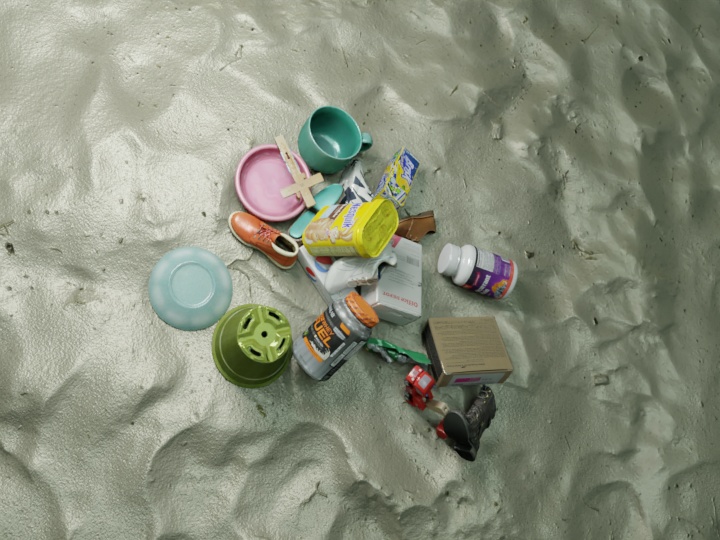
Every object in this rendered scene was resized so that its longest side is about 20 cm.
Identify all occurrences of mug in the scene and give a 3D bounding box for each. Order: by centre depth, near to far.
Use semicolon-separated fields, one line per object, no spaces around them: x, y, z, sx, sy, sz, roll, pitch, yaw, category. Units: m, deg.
-0.074;-0.321;1.707;0.183;0.114;0.154;32;59;-15;mug

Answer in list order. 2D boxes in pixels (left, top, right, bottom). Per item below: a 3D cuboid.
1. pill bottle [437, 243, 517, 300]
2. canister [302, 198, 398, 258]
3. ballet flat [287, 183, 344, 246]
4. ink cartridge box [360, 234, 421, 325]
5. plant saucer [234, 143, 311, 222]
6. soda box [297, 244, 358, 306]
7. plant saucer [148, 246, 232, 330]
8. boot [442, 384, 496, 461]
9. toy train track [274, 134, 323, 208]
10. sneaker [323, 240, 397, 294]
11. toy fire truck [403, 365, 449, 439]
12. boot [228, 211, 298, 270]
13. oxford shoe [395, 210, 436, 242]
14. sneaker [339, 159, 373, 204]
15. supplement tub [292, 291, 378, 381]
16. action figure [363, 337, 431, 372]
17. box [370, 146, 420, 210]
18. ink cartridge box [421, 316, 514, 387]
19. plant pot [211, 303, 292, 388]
0.312;-0.002;1.766;0.196;0.111;0.114;18;72;-13;pill bottle
-0.027;-0.097;1.560;0.149;0.197;0.087;-54;128;-34;canister
-0.112;-0.139;1.681;0.068;0.068;0.200;37;71;22;ballet flat
0.079;0.020;1.664;0.143;0.084;0.204;19;59;-29;ink cartridge box
-0.223;-0.218;1.671;0.196;0.051;0.206;5;76;-18;plant saucer
-0.082;0.017;1.655;0.068;0.064;0.202;-33;88;-23;soda box
-0.399;0.038;1.556;0.196;0.039;0.206;4;76;-18;plant saucer
0.281;0.357;1.644;0.175;0.068;0.202;-54;139;-32;boot
-0.166;-0.246;1.657;0.113;0.033;0.203;-24;80;-15;toy train track
0.000;0.000;1.574;0.198;0.074;0.088;-34;61;8;sneaker
0.174;0.327;1.623;0.140;0.202;0.049;35;65;23;toy fire truck
-0.233;-0.087;1.607;0.198;0.107;0.076;35;70;-6;boot
0.127;-0.106;1.743;0.197;0.071;0.073;-16;87;-30;oxford shoe
0.014;-0.187;1.735;0.128;0.079;0.203;22;50;-31;sneaker
-0.057;0.153;1.554;0.122;0.123;0.200;44;102;-3;supplement tub
0.074;0.206;1.652;0.196;0.118;0.056;20;83;-4;action figure
0.094;-0.235;1.733;0.070;0.064;0.202;38;45;-15;box
0.272;0.206;1.691;0.195;0.076;0.167;1;53;-18;ink cartridge box
-0.233;0.160;1.501;0.195;0.190;0.205;4;76;-17;plant pot
